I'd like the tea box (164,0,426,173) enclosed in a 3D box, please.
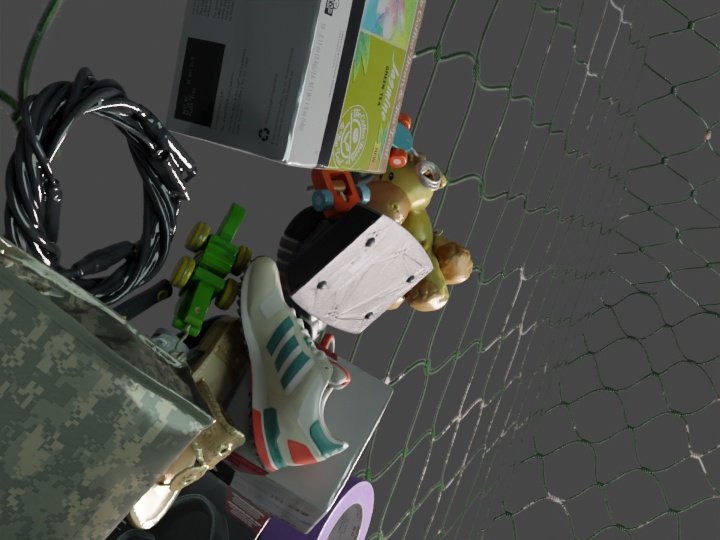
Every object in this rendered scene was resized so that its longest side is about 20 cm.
[{"bbox_3d":[-0.050,-0.202,0.726,0.197,0.133,0.201,-11,117,-63],"label":"tea box"}]

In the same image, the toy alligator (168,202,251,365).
[{"bbox_3d":[-0.152,0.022,0.750,0.054,0.059,0.200,-36,-148,49],"label":"toy alligator"}]

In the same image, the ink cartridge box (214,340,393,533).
[{"bbox_3d":[-0.075,0.177,0.866,0.145,0.145,0.200,-59,177,-26],"label":"ink cartridge box"}]

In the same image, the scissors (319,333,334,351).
[{"bbox_3d":[-0.053,0.101,0.908,0.200,0.014,0.073,47,51,-77],"label":"scissors"}]

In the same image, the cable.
[{"bbox_3d":[-0.208,-0.060,0.619,0.163,0.051,0.200,-59,156,-12],"label":"cable"}]

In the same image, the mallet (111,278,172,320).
[{"bbox_3d":[-0.225,0.043,0.667,0.200,0.041,0.066,-47,144,-50],"label":"mallet"}]

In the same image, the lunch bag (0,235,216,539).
[{"bbox_3d":[-0.230,0.087,0.530,0.164,0.118,0.200,-48,120,-3],"label":"lunch bag"}]

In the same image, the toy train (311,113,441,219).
[{"bbox_3d":[-0.002,-0.119,0.910,0.200,0.056,0.151,-18,81,-46],"label":"toy train"}]

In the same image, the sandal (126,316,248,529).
[{"bbox_3d":[-0.130,0.130,0.712,0.212,0.069,0.078,-66,146,-34],"label":"sandal"}]

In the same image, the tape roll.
[{"bbox_3d":[-0.065,0.391,1.193,0.200,0.085,0.200,-43,144,-44],"label":"tape roll"}]

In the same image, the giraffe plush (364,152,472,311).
[{"bbox_3d":[0.056,-0.067,1.031,0.200,0.172,0.163,-64,151,-49],"label":"giraffe plush"}]

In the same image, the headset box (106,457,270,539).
[{"bbox_3d":[-0.191,0.252,0.732,0.200,0.149,0.077,-53,-176,-30],"label":"headset box"}]

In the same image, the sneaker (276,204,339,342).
[{"bbox_3d":[-0.048,-0.004,0.967,0.115,0.075,0.200,-41,152,-56],"label":"sneaker"}]

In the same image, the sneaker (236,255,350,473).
[{"bbox_3d":[-0.057,0.081,0.745,0.070,0.093,0.200,61,21,-75],"label":"sneaker"}]

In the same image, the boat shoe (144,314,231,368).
[{"bbox_3d":[-0.186,0.088,0.753,0.201,0.070,0.072,-24,110,-57],"label":"boat shoe"}]

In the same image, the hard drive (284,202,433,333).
[{"bbox_3d":[0.000,0.000,0.866,0.135,0.042,0.200,-41,156,5],"label":"hard drive"}]
